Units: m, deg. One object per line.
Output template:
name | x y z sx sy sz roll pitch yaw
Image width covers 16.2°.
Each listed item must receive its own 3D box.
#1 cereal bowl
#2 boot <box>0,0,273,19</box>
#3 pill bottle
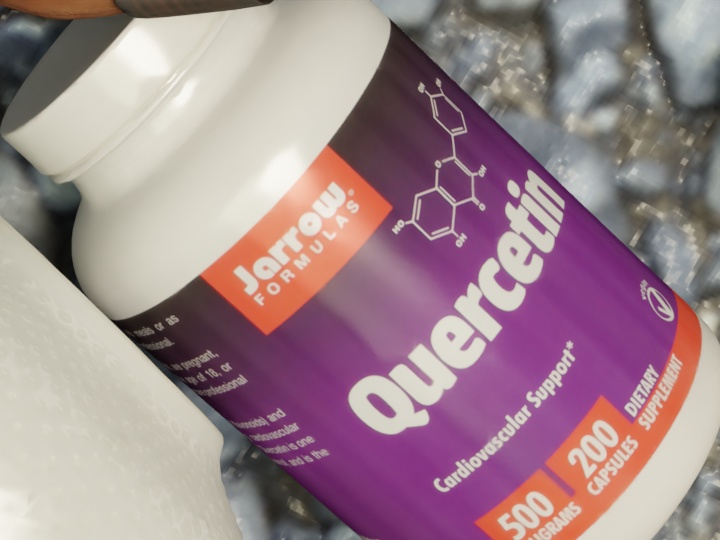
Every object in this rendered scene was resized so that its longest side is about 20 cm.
cereal bowl | -0.098 0.041 0.672 0.083 0.200 0.200 -46 108 -7
boot | -0.110 -0.151 0.660 0.200 0.068 0.189 2 82 17
pill bottle | 0.000 0.000 0.700 0.200 0.112 0.112 42 102 -17
